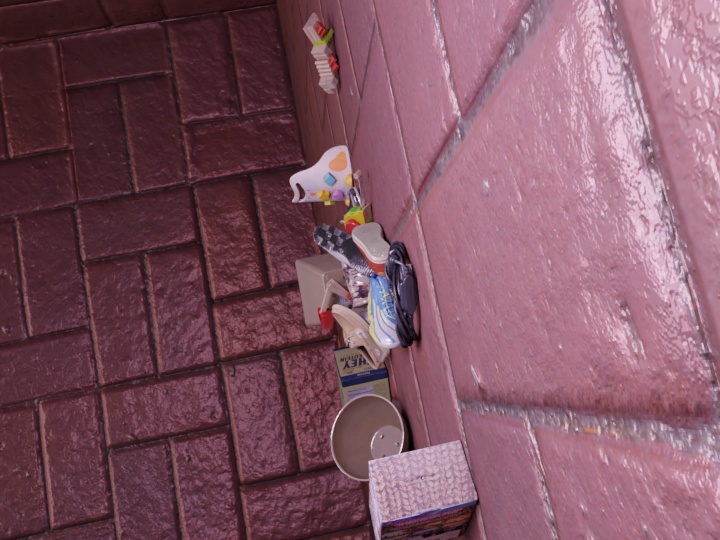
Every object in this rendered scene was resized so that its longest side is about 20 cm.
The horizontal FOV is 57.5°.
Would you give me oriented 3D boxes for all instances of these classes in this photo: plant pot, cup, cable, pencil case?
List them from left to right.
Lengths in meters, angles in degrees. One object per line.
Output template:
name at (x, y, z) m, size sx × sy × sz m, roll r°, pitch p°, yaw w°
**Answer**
plant pot at (-0.061, 0.055, 1.914) m, size 0.176 × 0.195 × 0.205 m, roll -169°, pitch 69°, yaw -70°
pencil case at (0.000, 0.000, 1.669) m, size 0.078 × 0.088 × 0.205 m, roll 22°, pitch -130°, yaw -65°
cup at (0.043, 0.423, 1.620) m, size 0.143 × 0.197 × 0.204 m, roll 41°, pitch -151°, yaw -55°
cable at (0.073, 0.051, 1.266) m, size 0.164 × 0.049 × 0.205 m, roll -117°, pitch 18°, yaw -69°

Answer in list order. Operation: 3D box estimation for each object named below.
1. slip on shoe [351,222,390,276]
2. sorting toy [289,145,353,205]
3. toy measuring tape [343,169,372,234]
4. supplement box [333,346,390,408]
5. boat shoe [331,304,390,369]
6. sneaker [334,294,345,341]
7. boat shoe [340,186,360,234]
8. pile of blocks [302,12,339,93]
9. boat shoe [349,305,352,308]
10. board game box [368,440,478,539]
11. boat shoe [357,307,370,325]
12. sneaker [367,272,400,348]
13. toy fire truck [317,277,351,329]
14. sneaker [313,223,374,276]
slip on shoe at (0.027, -0.050, 1.444) m, size 0.201 × 0.072 × 0.062 m, roll -120°, pitch 17°, yaw -58°
sorting toy at (-0.114, -0.243, 1.887) m, size 0.201 × 0.175 × 0.109 m, roll 91°, pitch 166°, yaw -62°
toy measuring tape at (-0.012, -0.150, 1.575) m, size 0.074 × 0.072 × 0.204 m, roll -110°, pitch 7°, yaw -54°
supplement box at (0.008, 0.349, 1.914) m, size 0.200 × 0.131 × 0.205 m, roll -117°, pitch 18°, yaw -68°
boat shoe at (-0.007, 0.167, 1.650) m, size 0.200 × 0.065 × 0.072 m, roll 47°, pitch 156°, yaw -20°
sneaker at (-0.041, 0.173, 2.396) m, size 0.085 × 0.076 × 0.204 m, roll 123°, pitch 128°, yaw -71°
boat shoe at (-0.021, -0.122, 1.761) m, size 0.073 × 0.061 × 0.205 m, roll -114°, pitch 15°, yaw -64°
pile of blocks at (-0.082, -0.567, 1.714) m, size 0.061 × 0.082 × 0.204 m, roll 9°, pitch 128°, yaw 37°
boat shoe at (-0.025, 0.121, 2.122) m, size 0.091 × 0.069 × 0.205 m, roll -122°, pitch 20°, yaw -61°
board game box at (0.097, 0.385, 1.099) m, size 0.202 × 0.155 × 0.099 m, roll 90°, pitch 168°, yaw -53°
boat shoe at (0.032, 0.134, 1.723) m, size 0.072 × 0.071 × 0.200 m, roll 55°, pitch 169°, yaw -2°
sneaker at (0.048, 0.073, 1.416) m, size 0.202 × 0.074 × 0.107 m, roll -108°, pitch 11°, yaw -54°
toy fire truck at (-0.044, 0.052, 1.771) m, size 0.049 × 0.137 × 0.205 m, roll -131°, pitch 39°, yaw -59°
sneaker at (-0.018, -0.044, 1.595) m, size 0.198 × 0.075 × 0.089 m, roll 34°, pitch 175°, yaw 22°
